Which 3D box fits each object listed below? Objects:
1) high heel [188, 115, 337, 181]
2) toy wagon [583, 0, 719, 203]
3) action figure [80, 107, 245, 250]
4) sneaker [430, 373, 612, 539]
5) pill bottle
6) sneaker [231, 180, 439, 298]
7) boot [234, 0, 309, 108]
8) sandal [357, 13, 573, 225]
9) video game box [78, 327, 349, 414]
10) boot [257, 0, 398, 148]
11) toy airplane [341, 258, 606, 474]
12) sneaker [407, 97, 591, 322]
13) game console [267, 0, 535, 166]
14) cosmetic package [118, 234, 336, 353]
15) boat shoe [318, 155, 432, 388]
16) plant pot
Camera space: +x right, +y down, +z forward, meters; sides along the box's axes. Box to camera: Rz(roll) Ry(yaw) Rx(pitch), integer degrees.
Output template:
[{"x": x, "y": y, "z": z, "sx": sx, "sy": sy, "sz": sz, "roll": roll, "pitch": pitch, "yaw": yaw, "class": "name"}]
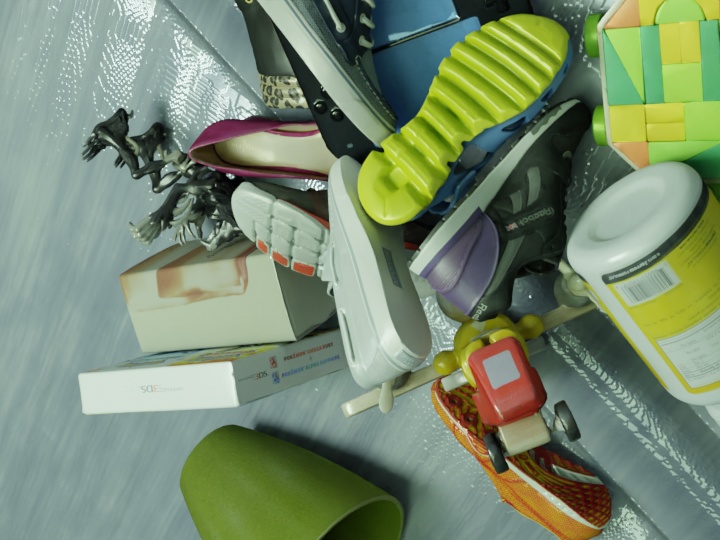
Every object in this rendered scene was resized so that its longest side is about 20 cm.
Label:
[{"x": -0.053, "y": -0.104, "z": 0.956, "sx": 0.198, "sy": 0.096, "sz": 0.068, "roll": 17, "pitch": 119, "yaw": 25, "class": "high heel"}, {"x": 0.247, "y": -0.120, "z": 0.798, "sx": 0.153, "sy": 0.039, "sz": 0.203, "roll": 2, "pitch": 112, "yaw": 31, "class": "toy wagon"}, {"x": -0.171, "y": -0.069, "z": 1.036, "sx": 0.199, "sy": 0.119, "sz": 0.103, "roll": 35, "pitch": 96, "yaw": 22, "class": "action figure"}, {"x": 0.135, "y": 0.177, "z": 0.984, "sx": 0.200, "sy": 0.073, "sz": 0.077, "roll": 44, "pitch": 137, "yaw": 11, "class": "sneaker"}, {"x": 0.250, "y": 0.027, "z": 0.803, "sx": 0.111, "sy": 0.113, "sz": 0.200, "roll": -27, "pitch": 113, "yaw": 37, "class": "pill bottle"}, {"x": -0.015, "y": -0.041, "z": 0.948, "sx": 0.197, "sy": 0.083, "sz": 0.077, "roll": 22, "pitch": 145, "yaw": -9, "class": "sneaker"}, {"x": -0.023, "y": -0.219, "z": 0.902, "sx": 0.197, "sy": 0.073, "sz": 0.153, "roll": -2, "pitch": 114, "yaw": 25, "class": "boot"}, {"x": 0.084, "y": -0.113, "z": 0.835, "sx": 0.200, "sy": 0.087, "sz": 0.080, "roll": -43, "pitch": 67, "yaw": 15, "class": "sandal"}, {"x": -0.140, "y": 0.097, "z": 1.045, "sx": 0.198, "sy": 0.181, "sz": 0.048, "roll": -8, "pitch": 95, "yaw": 33, "class": "video game box"}, {"x": -0.010, "y": -0.190, "z": 0.807, "sx": 0.090, "sy": 0.073, "sz": 0.200, "roll": -37, "pitch": 119, "yaw": 6, "class": "boot"}, {"x": 0.103, "y": 0.058, "z": 0.873, "sx": 0.198, "sy": 0.199, "sz": 0.143, "roll": -12, "pitch": 108, "yaw": 48, "class": "toy airplane"}, {"x": 0.127, "y": -0.042, "z": 0.825, "sx": 0.087, "sy": 0.200, "sz": 0.076, "roll": 42, "pitch": 159, "yaw": 5, "class": "sneaker"}, {"x": 0.039, "y": -0.182, "z": 0.851, "sx": 0.197, "sy": 0.031, "sz": 0.178, "roll": -16, "pitch": 120, "yaw": 18, "class": "game console"}, {"x": -0.125, "y": 0.017, "z": 1.052, "sx": 0.198, "sy": 0.103, "sz": 0.089, "roll": -7, "pitch": 106, "yaw": 32, "class": "cosmetic package"}, {"x": 0.000, "y": 0.000, "z": 0.848, "sx": 0.068, "sy": 0.072, "sz": 0.202, "roll": -35, "pitch": 56, "yaw": 26, "class": "boat shoe"}, {"x": -0.088, "y": 0.252, "z": 1.106, "sx": 0.199, "sy": 0.186, "sz": 0.189, "roll": 34, "pitch": 126, "yaw": 32, "class": "plant pot"}]
